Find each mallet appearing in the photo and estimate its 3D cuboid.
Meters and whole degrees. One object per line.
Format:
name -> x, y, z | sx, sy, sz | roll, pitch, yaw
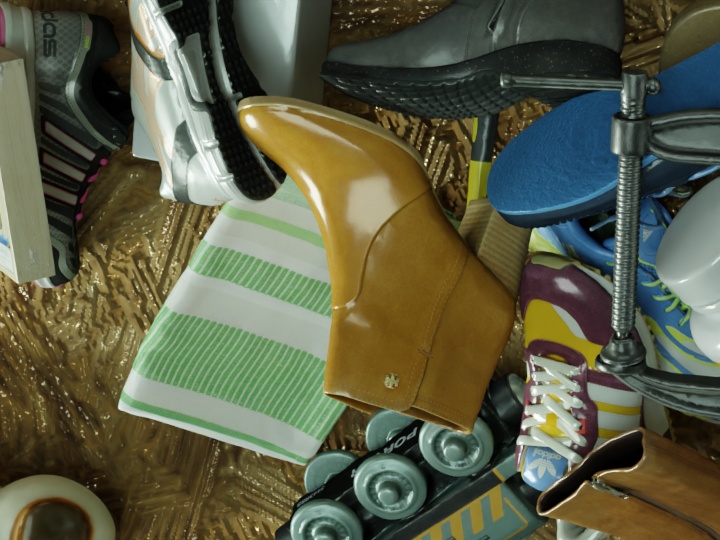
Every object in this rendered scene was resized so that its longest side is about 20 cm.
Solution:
mallet -> 0.067, -0.058, 1.639 | 0.041, 0.066, 0.201 | 4, 90, -22

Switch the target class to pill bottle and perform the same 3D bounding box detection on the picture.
pill bottle -> 0.262, 0.033, 1.545 | 0.200, 0.109, 0.109 | 38, 117, -21

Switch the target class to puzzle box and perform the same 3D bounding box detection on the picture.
puzzle box -> -0.236, -0.079, 1.667 | 0.025, 0.200, 0.134 | -13, 107, -22

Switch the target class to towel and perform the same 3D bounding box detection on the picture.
towel -> -0.044, 0.026, 1.676 | 0.152, 0.023, 0.200 | 19, 118, -30

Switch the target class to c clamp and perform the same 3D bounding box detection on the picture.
c clamp -> 0.166, -0.014, 1.470 | 0.170, 0.027, 0.201 | -2, 107, 9

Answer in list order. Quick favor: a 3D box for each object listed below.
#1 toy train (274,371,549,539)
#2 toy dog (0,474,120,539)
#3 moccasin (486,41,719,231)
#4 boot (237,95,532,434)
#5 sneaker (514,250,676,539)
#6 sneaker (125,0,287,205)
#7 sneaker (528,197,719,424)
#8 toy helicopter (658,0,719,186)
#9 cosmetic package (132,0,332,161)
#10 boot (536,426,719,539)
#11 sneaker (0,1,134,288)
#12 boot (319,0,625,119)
toy train -> 0.043, 0.143, 1.705 | 0.200, 0.085, 0.114 | -36, 108, 22
toy dog -> -0.255, 0.170, 1.792 | 0.199, 0.140, 0.195 | 15, 76, 14
moccasin -> 0.165, -0.062, 1.507 | 0.199, 0.081, 0.068 | -20, 144, 30
boot -> 0.000, 0.000, 1.549 | 0.200, 0.071, 0.145 | 26, 75, -18
sneaker -> 0.126, 0.080, 1.592 | 0.075, 0.090, 0.200 | 18, 145, 40
sneaker -> -0.110, -0.129, 1.580 | 0.080, 0.074, 0.201 | -13, 94, 43
sneaker -> 0.167, 0.013, 1.594 | 0.200, 0.105, 0.076 | 42, 82, 1
toy helicopter -> 0.214, -0.064, 1.580 | 0.131, 0.079, 0.201 | -4, 119, 12
cosmetic package -> -0.073, -0.163, 1.637 | 0.101, 0.071, 0.201 | 11, 112, 14
boot -> 0.192, 0.167, 1.598 | 0.199, 0.069, 0.188 | 16, 151, -22
sneaker -> -0.178, -0.077, 1.697 | 0.087, 0.074, 0.201 | -7, 123, -8
boot -> 0.073, -0.160, 1.585 | 0.199, 0.070, 0.132 | 0, 76, 30
